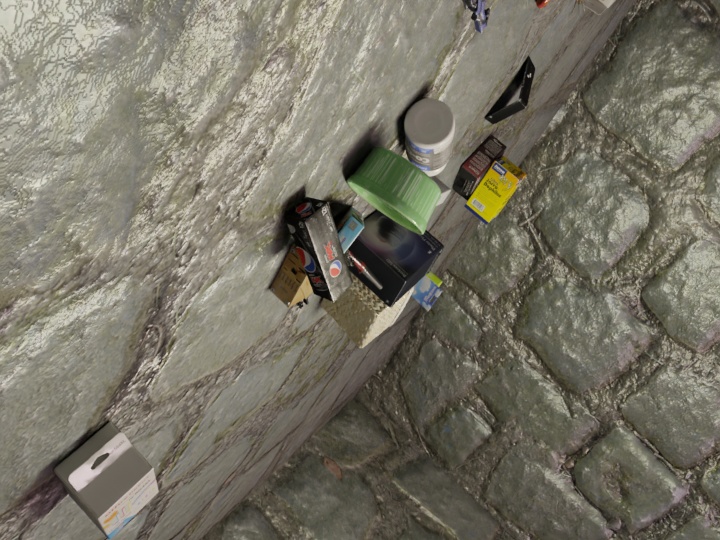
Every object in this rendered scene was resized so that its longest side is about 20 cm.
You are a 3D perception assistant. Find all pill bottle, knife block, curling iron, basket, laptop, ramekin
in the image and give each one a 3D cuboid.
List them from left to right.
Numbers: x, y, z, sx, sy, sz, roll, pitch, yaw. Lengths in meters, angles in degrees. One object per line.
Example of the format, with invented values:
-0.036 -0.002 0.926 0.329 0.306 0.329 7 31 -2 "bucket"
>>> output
-0.119 0.003 1.539 0.175 0.064 0.202 -33 158 -55 "knife block"
0.000 0.000 1.649 0.200 0.025 0.051 42 45 -51 "curling iron"
0.012 0.073 1.912 0.160 0.198 0.201 -36 163 -34 "basket"
0.077 -0.174 1.438 0.099 0.198 0.200 -56 168 -1 "ramekin"
0.156 -0.296 1.543 0.114 0.113 0.200 -48 167 -6 "pill bottle"
0.479 -0.567 2.153 0.177 0.101 0.205 -16 119 -70 "laptop"

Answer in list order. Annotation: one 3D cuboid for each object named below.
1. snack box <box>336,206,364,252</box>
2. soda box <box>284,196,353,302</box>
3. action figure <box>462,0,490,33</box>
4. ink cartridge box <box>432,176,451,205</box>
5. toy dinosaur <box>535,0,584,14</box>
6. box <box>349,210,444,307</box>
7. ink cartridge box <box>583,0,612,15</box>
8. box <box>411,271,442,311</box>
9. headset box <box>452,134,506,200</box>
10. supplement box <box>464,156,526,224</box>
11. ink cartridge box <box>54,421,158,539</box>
-0.041 -0.076 1.507 0.117 0.037 0.200 -52 -172 8 "snack box"
-0.080 -0.040 1.336 0.071 0.063 0.203 -42 132 -30 "soda box"
0.167 -0.489 1.065 0.193 0.104 0.202 -41 141 -18 "action figure"
0.154 -0.212 1.784 0.051 0.109 0.199 -56 166 30 "ink cartridge box"
0.503 -0.742 1.673 0.180 0.105 0.201 -36 129 -4 "toy dinosaur"
0.082 -0.047 1.790 0.198 0.199 0.124 -39 165 -40 "box"
0.699 -0.832 1.921 0.200 0.117 0.068 -47 167 -19 "ink cartridge box"
0.211 0.039 2.498 0.047 0.199 0.123 -34 161 -48 "box"
0.411 -0.353 2.372 0.200 0.077 0.150 -47 168 -23 "headset box"
0.471 -0.280 2.366 0.108 0.109 0.202 -32 158 -56 "supplement box"
-0.470 0.391 1.264 0.128 0.125 0.201 -42 166 -30 "ink cartridge box"
